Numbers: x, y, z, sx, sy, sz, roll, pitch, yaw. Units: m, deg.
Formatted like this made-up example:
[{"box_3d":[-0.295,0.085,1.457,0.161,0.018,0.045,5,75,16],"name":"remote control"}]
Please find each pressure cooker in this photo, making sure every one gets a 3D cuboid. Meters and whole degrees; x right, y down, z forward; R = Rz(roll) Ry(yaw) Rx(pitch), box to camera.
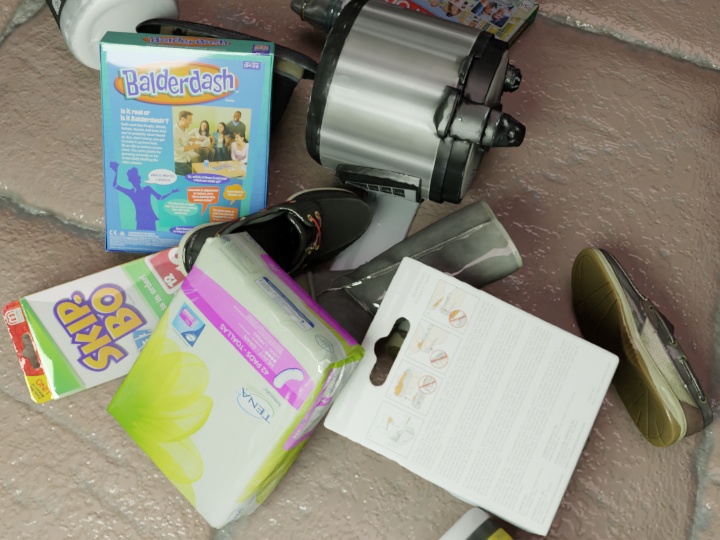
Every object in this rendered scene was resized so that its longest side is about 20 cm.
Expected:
[{"box_3d":[0.063,-0.158,1.002,0.199,0.179,0.176,18,53,7],"name":"pressure cooker"}]

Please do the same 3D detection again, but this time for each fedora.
[{"box_3d":[-0.135,-0.182,1.028,0.200,0.201,0.092,15,94,2],"name":"fedora"}]

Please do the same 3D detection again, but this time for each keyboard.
[{"box_3d":[0.000,0.000,1.009,0.056,0.011,0.200,23,61,1],"name":"keyboard"}]

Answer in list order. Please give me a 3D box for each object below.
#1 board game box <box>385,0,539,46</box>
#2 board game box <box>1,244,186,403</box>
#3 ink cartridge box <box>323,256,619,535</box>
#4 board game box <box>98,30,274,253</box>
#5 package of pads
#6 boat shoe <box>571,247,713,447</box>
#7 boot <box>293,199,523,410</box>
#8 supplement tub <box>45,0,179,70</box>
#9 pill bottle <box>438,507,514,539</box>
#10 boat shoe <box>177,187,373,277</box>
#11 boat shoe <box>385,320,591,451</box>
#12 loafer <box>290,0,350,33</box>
[{"box_3d":[0.083,-0.302,1.173,0.200,0.029,0.135,34,62,12],"name":"board game box"},{"box_3d":[-0.210,0.043,0.931,0.199,0.030,0.096,-20,92,-13],"name":"board game box"},{"box_3d":[0.092,0.103,0.859,0.199,0.047,0.160,25,79,4],"name":"ink cartridge box"},{"box_3d":[-0.158,-0.112,0.951,0.151,0.201,0.045,4,27,-5],"name":"board game box"},{"box_3d":[-0.103,0.093,0.847,0.154,0.200,0.068,44,27,18],"name":"package of pads"},{"box_3d":[0.260,0.067,0.969,0.065,0.073,0.201,-9,65,-23],"name":"boat shoe"},{"box_3d":[0.049,0.028,0.913,0.199,0.073,0.182,-15,45,-2],"name":"boot"},{"box_3d":[-0.281,-0.320,1.090,0.122,0.123,0.200,-23,66,-17],"name":"supplement tub"},{"box_3d":[0.125,0.292,0.798,0.200,0.114,0.114,42,65,17],"name":"pill bottle"},{"box_3d":[-0.065,-0.028,0.946,0.201,0.063,0.074,-17,107,-35],"name":"boat shoe"},{"box_3d":[0.124,0.089,0.933,0.200,0.075,0.069,29,68,11],"name":"boat shoe"},{"box_3d":[-0.005,-0.341,1.130,0.072,0.073,0.200,23,60,13],"name":"loafer"}]
